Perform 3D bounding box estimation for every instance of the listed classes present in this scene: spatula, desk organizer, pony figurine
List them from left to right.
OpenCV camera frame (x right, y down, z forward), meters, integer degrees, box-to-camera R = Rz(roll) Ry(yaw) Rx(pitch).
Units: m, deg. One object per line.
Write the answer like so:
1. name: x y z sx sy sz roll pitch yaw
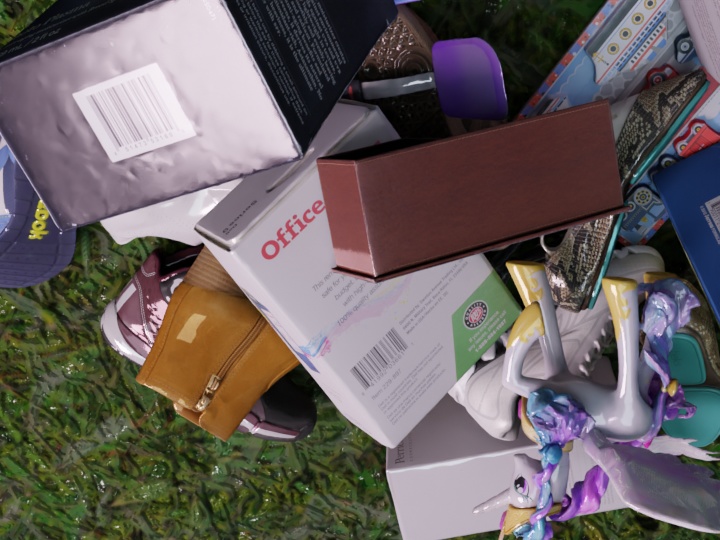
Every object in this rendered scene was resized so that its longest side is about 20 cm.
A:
1. spatula: 0.017 -0.131 0.919 0.197 0.020 0.057 0 111 33
2. desk organizer: 0.075 -0.057 0.862 0.197 0.072 0.078 -15 102 -22
3. pony figurine: 0.180 0.103 0.915 0.190 0.167 0.204 4 98 4

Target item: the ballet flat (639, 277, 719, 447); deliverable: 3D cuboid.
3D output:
1. ballet flat: 0.265 0.072 1.039 0.069 0.066 0.201 1 147 18

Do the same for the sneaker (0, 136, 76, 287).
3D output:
1. sneaker: -0.250 -0.062 0.985 0.073 0.083 0.201 5 141 -31

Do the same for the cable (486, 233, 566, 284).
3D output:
1. cable: 0.100 0.005 1.035 0.097 0.050 0.201 34 108 -2

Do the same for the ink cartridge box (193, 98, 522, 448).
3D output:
1. ink cartridge box: 0.000 0.000 0.925 0.145 0.087 0.201 -44 117 -11

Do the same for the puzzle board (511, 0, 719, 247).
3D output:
1. puzzle board: 0.216 -0.125 0.971 0.150 0.017 0.201 32 114 -15

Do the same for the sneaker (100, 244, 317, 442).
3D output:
1. sneaker: -0.101 0.051 1.038 0.198 0.076 0.116 30 112 -14

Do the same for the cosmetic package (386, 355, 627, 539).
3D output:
1. cosmetic package: 0.121 0.147 1.065 0.197 0.113 0.082 -10 117 4

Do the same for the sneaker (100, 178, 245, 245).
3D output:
1. sneaker: -0.103 -0.057 0.991 0.196 0.076 0.089 -4 139 -1

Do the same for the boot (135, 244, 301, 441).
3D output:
1. boot: -0.071 0.067 0.997 0.200 0.070 0.146 29 84 -34

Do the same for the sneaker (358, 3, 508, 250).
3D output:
1. sneaker: 0.066 -0.111 0.958 0.070 0.075 0.202 -26 95 37

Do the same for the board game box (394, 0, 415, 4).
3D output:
1. board game box: 0.062 -0.262 0.883 0.197 0.045 0.136 -9 118 6

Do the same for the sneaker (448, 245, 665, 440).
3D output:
1. sneaker: 0.163 0.058 1.009 0.199 0.081 0.075 -36 142 -3

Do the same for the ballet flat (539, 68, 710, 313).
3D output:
1. ballet flat: 0.179 -0.068 0.951 0.075 0.068 0.202 28 103 10

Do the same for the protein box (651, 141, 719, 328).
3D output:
1. protein box: 0.343 -0.012 0.917 0.198 0.200 0.136 -26 124 13

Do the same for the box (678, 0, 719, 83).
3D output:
1. box: 0.298 -0.231 0.817 0.198 0.172 0.201 -24 114 7

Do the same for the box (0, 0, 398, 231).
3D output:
1. box: -0.108 -0.147 0.833 0.197 0.199 0.124 -13 118 29
